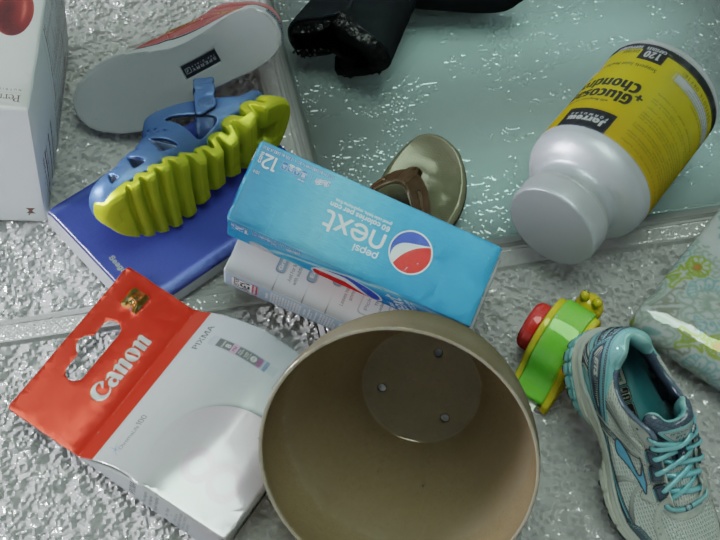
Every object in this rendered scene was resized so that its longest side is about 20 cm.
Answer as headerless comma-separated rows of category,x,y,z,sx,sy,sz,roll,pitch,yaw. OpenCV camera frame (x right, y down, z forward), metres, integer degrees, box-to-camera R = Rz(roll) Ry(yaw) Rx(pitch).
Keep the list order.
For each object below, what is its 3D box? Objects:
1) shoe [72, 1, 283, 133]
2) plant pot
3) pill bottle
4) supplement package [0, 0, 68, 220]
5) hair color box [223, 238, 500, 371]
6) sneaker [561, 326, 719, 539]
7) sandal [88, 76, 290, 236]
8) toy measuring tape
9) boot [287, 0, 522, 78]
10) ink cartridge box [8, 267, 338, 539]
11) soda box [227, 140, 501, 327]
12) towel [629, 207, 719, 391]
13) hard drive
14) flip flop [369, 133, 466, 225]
shoe,-0.161,-0.185,1.295,0.199,0.072,0.091,-24,14,6
plant pot,0.036,0.110,1.054,0.199,0.201,0.135,15,22,5
pill bottle,0.216,-0.100,1.234,0.112,0.112,0.200,33,58,16
supplement package,-0.355,-0.166,1.209,0.190,0.147,0.201,1,55,-5
hair color box,0.000,0.000,1.148,0.199,0.061,0.099,24,79,-1
sneaker,0.220,0.134,1.074,0.077,0.086,0.201,-25,86,-23
sandal,-0.154,-0.100,1.202,0.087,0.080,0.200,36,51,22
toy measuring tape,0.141,0.083,1.137,0.073,0.074,0.200,31,58,15
boot,0.047,-0.243,1.343,0.199,0.077,0.169,14,52,12
ink cartridge box,-0.141,0.096,1.097,0.200,0.057,0.163,35,59,2
soda box,0.001,-0.023,1.089,0.199,0.064,0.068,24,79,0
towel,0.349,0.030,1.210,0.171,0.048,0.200,33,59,20
hard drive,-0.148,-0.055,1.228,0.200,0.025,0.132,-36,66,-26
flip flop,0.026,-0.044,1.217,0.081,0.058,0.200,30,61,19
